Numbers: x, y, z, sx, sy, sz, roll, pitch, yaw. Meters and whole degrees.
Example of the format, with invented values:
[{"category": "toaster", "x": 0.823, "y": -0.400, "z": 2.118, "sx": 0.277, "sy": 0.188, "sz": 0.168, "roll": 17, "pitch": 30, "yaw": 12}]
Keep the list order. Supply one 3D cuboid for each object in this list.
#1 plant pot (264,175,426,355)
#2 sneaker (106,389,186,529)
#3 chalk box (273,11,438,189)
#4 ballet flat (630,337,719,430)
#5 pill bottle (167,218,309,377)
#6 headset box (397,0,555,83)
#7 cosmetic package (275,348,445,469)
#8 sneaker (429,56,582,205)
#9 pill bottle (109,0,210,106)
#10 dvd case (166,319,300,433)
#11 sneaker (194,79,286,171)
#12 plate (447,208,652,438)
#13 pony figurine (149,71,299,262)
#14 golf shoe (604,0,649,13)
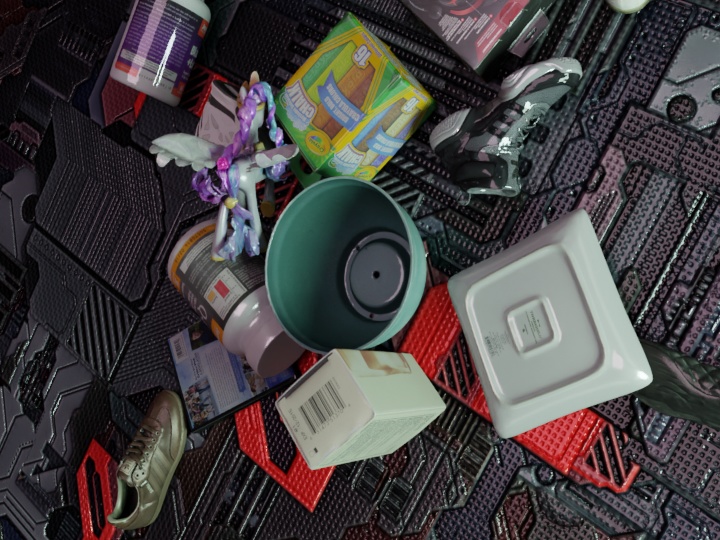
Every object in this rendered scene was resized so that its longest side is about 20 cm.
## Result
[{"category": "plant pot", "x": 0.000, "y": 0.000, "z": 0.931, "sx": 0.195, "sy": 0.133, "sz": 0.207, "roll": -3, "pitch": 83, "yaw": 27}, {"category": "sneaker", "x": -0.307, "y": 0.274, "z": 1.098, "sx": 0.069, "sy": 0.075, "sz": 0.206, "roll": 13, "pitch": 91, "yaw": 28}, {"category": "chalk box", "x": -0.023, "y": -0.192, "z": 0.973, "sx": 0.200, "sy": 0.123, "sz": 0.125, "roll": -45, "pitch": 66, "yaw": 16}, {"category": "ballet flat", "x": 0.345, "y": 0.120, "z": 0.787, "sx": 0.197, "sy": 0.056, "sz": 0.068, "roll": 24, "pitch": 118, "yaw": 34}, {"category": "pill bottle", "x": -0.157, "y": 0.036, "z": 1.003, "sx": 0.200, "sy": 0.116, "sz": 0.117, "roll": 45, "pitch": 104, "yaw": 26}, {"category": "headset box", "x": 0.139, "y": -0.340, "z": 0.920, "sx": 0.200, "sy": 0.075, "sz": 0.149, "roll": 46, "pitch": 106, "yaw": 17}, {"category": "cosmetic package", "x": 0.006, "y": 0.154, "z": 0.873, "sx": 0.103, "sy": 0.199, "sz": 0.088, "roll": -42, "pitch": 66, "yaw": 15}, {"category": "sneaker", "x": 0.180, "y": -0.153, "z": 0.889, "sx": 0.197, "sy": 0.075, "sz": 0.117, "roll": -28, "pitch": 72, "yaw": 29}, {"category": "pill bottle", "x": -0.289, "y": -0.362, "z": 1.145, "sx": 0.110, "sy": 0.111, "sz": 0.205, "roll": 26, "pitch": 97, "yaw": 28}, {"category": "dvd case", "x": -0.183, "y": 0.125, "z": 1.082, "sx": 0.197, "sy": 0.017, "sz": 0.146, "roll": -28, "pitch": 72, "yaw": 22}, {"category": "sneaker", "x": -0.176, "y": -0.175, "z": 1.083, "sx": 0.201, "sy": 0.074, "sz": 0.117, "roll": 50, "pitch": 119, "yaw": 42}, {"category": "plate", "x": 0.196, "y": 0.063, "z": 0.856, "sx": 0.198, "sy": 0.032, "sz": 0.204, "roll": -30, "pitch": 70, "yaw": 34}, {"category": "pony figurine", "x": -0.145, "y": -0.118, "z": 0.913, "sx": 0.161, "sy": 0.194, "sz": 0.205, "roll": 7, "pitch": 117, "yaw": 5}, {"category": "golf shoe", "x": 0.285, "y": -0.390, "z": 0.848, "sx": 0.071, "sy": 0.092, "sz": 0.206, "roll": -7, "pitch": 82, "yaw": 25}]
